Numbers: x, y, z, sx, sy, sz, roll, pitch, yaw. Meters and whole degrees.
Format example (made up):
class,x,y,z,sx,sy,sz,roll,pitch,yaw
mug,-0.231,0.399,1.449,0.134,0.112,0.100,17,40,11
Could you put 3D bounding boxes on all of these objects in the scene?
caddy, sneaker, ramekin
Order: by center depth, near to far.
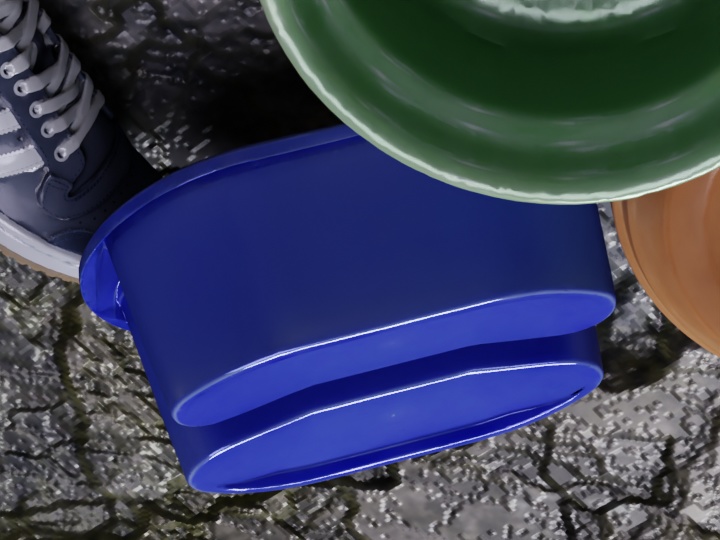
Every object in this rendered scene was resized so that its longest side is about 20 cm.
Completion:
class,x,y,z,sx,sy,sz,roll,pitch,yaw
ramekin,0.065,-0.131,0.804,0.199,0.098,0.201,2,120,4
sneaker,-0.124,-0.079,0.906,0.200,0.070,0.108,36,126,-16
caddy,0.000,0.000,0.910,0.199,0.105,0.142,-13,156,-6

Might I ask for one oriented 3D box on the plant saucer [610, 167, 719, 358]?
class,x,y,z,sx,sy,sz,roll,pitch,yaw
plant saucer,0.190,-0.026,0.926,0.199,0.038,0.201,4,129,4
